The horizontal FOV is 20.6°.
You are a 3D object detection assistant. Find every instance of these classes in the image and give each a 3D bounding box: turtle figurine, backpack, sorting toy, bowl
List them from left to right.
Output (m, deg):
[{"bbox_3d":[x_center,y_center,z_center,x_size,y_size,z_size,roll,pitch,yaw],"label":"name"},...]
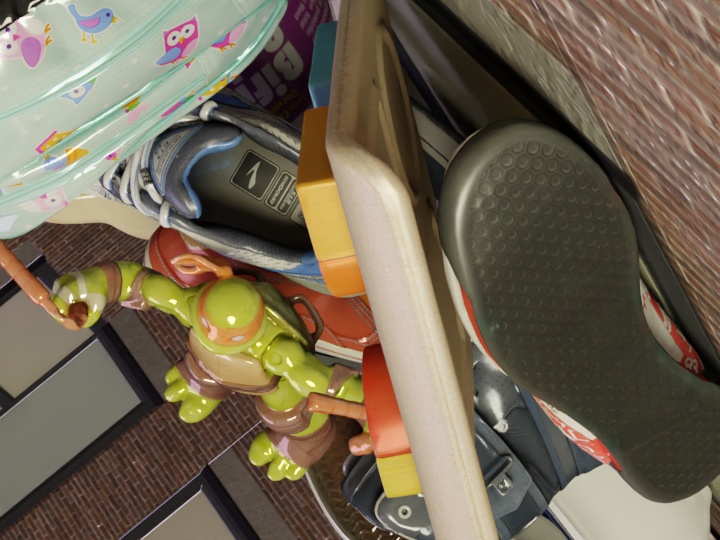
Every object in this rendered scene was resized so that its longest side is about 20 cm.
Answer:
[{"bbox_3d":[-0.117,-0.110,0.730,0.167,0.200,0.127,48,177,47],"label":"backpack"},{"bbox_3d":[-0.058,0.030,0.834,0.200,0.064,0.161,21,163,7],"label":"turtle figurine"},{"bbox_3d":[0.011,-0.002,0.697,0.200,0.036,0.185,-95,-9,-60],"label":"sorting toy"},{"bbox_3d":[0.119,0.097,1.093,0.200,0.075,0.200,50,179,8],"label":"bowl"}]

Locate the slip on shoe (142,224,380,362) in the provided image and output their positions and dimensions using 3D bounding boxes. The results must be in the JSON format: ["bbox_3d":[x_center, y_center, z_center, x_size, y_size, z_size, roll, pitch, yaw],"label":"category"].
[{"bbox_3d":[0.000,0.000,0.929,0.200,0.061,0.074,10,-132,-21],"label":"slip on shoe"}]

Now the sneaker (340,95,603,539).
[{"bbox_3d":[0.033,0.035,0.883,0.202,0.146,0.077,53,179,-19],"label":"sneaker"}]

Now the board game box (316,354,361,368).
[{"bbox_3d":[-0.027,0.018,1.274,0.200,0.026,0.200,27,-147,-40],"label":"board game box"}]

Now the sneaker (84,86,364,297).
[{"bbox_3d":[-0.073,-0.052,0.815,0.200,0.077,0.085,22,-176,6],"label":"sneaker"}]

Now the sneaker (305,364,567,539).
[{"bbox_3d":[0.046,0.129,0.979,0.200,0.073,0.085,46,-172,17],"label":"sneaker"}]

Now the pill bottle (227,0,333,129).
[{"bbox_3d":[-0.060,-0.099,0.940,0.200,0.112,0.112,51,178,-38],"label":"pill bottle"}]

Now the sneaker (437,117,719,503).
[{"bbox_3d":[0.060,0.001,0.713,0.108,0.067,0.201,45,177,47],"label":"sneaker"}]

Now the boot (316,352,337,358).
[{"bbox_3d":[-0.032,-0.017,1.215,0.200,0.066,0.165,18,-142,-43],"label":"boot"}]

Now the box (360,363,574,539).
[{"bbox_3d":[0.062,0.106,1.081,0.121,0.032,0.200,52,177,-19],"label":"box"}]

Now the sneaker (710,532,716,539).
[{"bbox_3d":[0.149,0.145,1.215,0.200,0.080,0.071,51,178,16],"label":"sneaker"}]

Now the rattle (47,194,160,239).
[{"bbox_3d":[-0.108,-0.046,0.989,0.200,0.130,0.143,40,178,-27],"label":"rattle"}]
